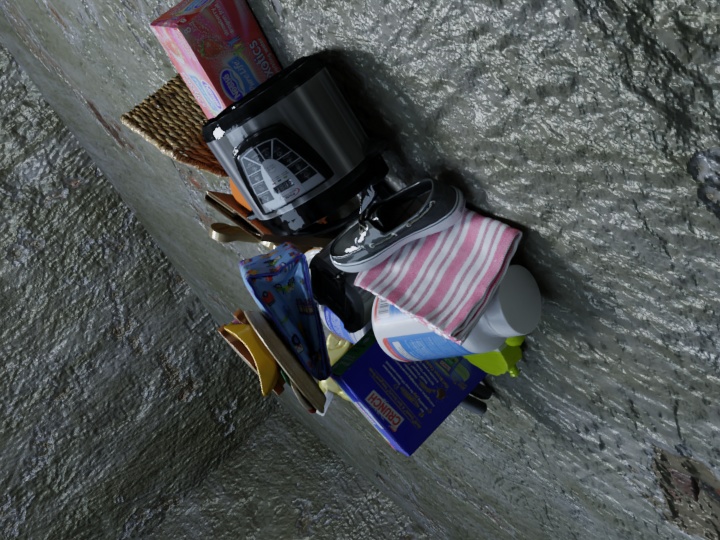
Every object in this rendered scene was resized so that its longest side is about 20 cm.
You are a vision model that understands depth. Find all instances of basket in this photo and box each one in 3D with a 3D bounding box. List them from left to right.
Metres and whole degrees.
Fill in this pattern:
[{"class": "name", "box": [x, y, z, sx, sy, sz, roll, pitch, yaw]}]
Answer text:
[{"class": "basket", "box": [-0.287, -0.224, 1.310, 0.200, 0.149, 0.143, 33, 158, 36]}]

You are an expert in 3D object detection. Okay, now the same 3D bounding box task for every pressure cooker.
[{"class": "pressure cooker", "box": [-0.071, -0.138, 0.934, 0.200, 0.179, 0.176, 57, 160, -19]}]

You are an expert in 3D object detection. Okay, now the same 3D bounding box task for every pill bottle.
[{"class": "pill bottle", "box": [-0.001, 0.071, 1.340, 0.200, 0.112, 0.112, 19, 148, 56]}, {"class": "pill bottle", "box": [0.118, 0.051, 0.945, 0.200, 0.112, 0.112, -13, 121, 47]}]

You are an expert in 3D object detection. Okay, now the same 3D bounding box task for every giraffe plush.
[{"class": "giraffe plush", "box": [-0.019, 0.213, 1.667, 0.173, 0.200, 0.162, 43, -168, 2]}]

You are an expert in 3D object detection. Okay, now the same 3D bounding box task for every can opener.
[{"class": "can opener", "box": [0.123, 0.181, 1.272, 0.200, 0.053, 0.067, 28, 161, -19]}]

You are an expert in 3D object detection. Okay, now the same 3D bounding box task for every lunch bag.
[{"class": "lunch bag", "box": [-0.098, 0.071, 1.132, 0.151, 0.094, 0.200, -142, 29, -74]}]

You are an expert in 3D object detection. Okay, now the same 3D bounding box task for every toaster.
[{"class": "toaster", "box": [0.000, 0.000, 1.149, 0.114, 0.129, 0.200, 42, 162, 15]}]

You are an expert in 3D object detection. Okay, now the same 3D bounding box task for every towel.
[{"class": "towel", "box": [0.083, -0.014, 0.900, 0.030, 0.147, 0.200, 29, 180, -44]}]

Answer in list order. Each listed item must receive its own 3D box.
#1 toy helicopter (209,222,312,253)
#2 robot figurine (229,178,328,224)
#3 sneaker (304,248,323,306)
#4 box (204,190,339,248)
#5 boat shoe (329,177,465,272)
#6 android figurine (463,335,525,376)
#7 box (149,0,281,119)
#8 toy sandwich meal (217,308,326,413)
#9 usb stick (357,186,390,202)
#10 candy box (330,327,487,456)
[{"class": "toy helicopter", "box": [-0.179, -0.069, 1.385, 0.132, 0.200, 0.079, 55, 133, 50]}, {"class": "robot figurine", "box": [-0.125, -0.129, 1.186, 0.200, 0.117, 0.144, 35, 127, 35]}, {"class": "sneaker", "box": [-0.080, 0.028, 1.326, 0.200, 0.076, 0.092, -35, 55, 53]}, {"class": "box", "box": [-0.137, -0.082, 1.274, 0.163, 0.021, 0.200, 34, -162, 37]}, {"class": "boat shoe", "box": [0.031, -0.058, 0.916, 0.200, 0.069, 0.057, -25, 142, 34]}, {"class": "android figurine", "box": [0.159, 0.072, 1.077, 0.200, 0.041, 0.182, 55, 160, -17]}, {"class": "box", "box": [-0.176, -0.268, 1.025, 0.095, 0.103, 0.200, 27, 153, 48]}, {"class": "toy sandwich meal", "box": [-0.128, 0.137, 1.096, 0.205, 0.070, 0.205, 52, 175, 7]}, {"class": "usb stick", "box": [0.012, -0.108, 1.044, 0.200, 0.033, 0.055, 48, 162, -3]}, {"class": "candy box", "box": [0.078, 0.154, 1.182, 0.169, 0.200, 0.077, 50, 163, -10]}]
